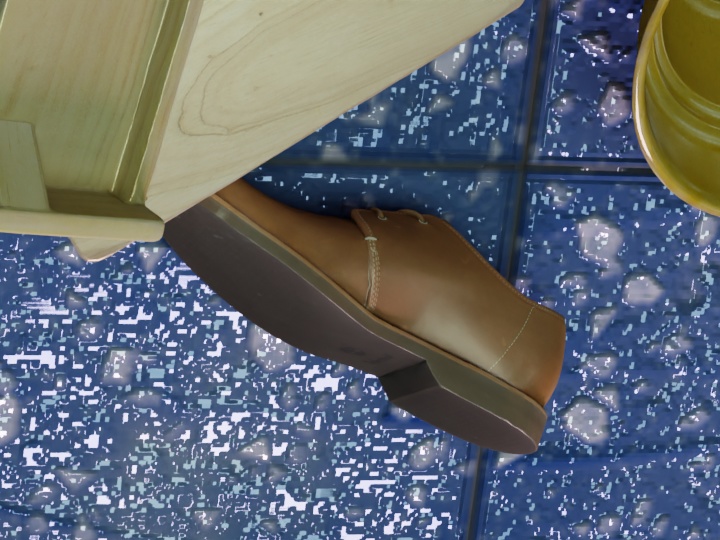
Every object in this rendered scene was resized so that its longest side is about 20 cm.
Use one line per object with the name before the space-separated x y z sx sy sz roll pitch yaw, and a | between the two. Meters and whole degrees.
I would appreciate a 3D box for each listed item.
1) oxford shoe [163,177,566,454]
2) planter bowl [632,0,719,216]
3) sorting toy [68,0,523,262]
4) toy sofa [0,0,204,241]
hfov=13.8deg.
oxford shoe | 0.000 0.000 1.209 0.199 0.071 0.072 31 71 -25
planter bowl | 0.182 -0.122 1.184 0.199 0.084 0.201 -15 135 -15
sorting toy | -0.071 -0.142 1.118 0.199 0.070 0.199 -31 116 -4
toy sofa | -0.100 -0.117 1.045 0.082 0.097 0.201 3 111 -44
